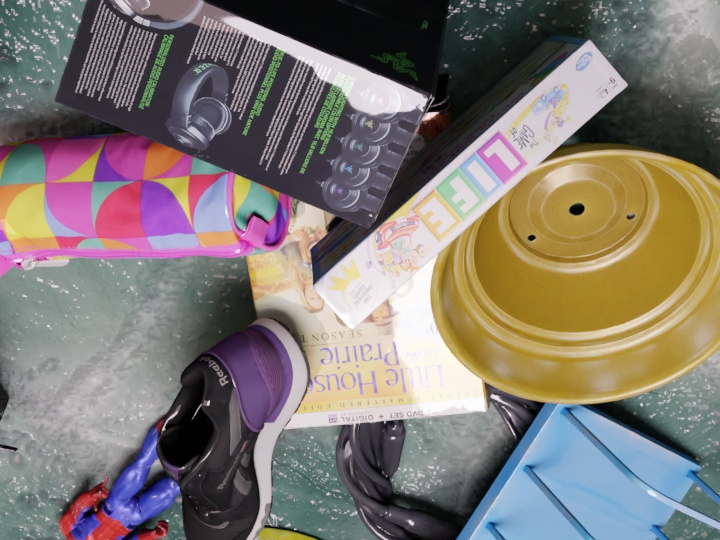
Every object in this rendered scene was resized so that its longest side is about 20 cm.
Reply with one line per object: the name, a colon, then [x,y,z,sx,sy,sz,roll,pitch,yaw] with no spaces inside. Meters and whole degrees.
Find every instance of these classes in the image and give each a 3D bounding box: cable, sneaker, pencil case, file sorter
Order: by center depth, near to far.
pencil case: [-0.143,-0.042,1.031,0.199,0.088,0.089,-4,121,26]
sneaker: [-0.104,0.120,1.079,0.076,0.087,0.201,40,132,29]
file sorter: [0.148,0.211,1.085,0.138,0.123,0.200,27,100,-30]
cable: [0.064,0.134,1.157,0.163,0.051,0.200,-16,120,22]

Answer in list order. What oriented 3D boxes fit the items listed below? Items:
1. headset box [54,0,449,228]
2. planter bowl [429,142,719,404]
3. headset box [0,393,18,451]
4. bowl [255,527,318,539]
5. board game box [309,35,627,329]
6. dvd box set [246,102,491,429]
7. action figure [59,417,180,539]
headset box: [-0.047,-0.130,0.934,0.199,0.174,0.093,23,121,-5]
planter bowl: [0.139,-0.016,1.022,0.199,0.084,0.201,-2,129,-2]
headset box: [-0.326,0.088,1.109,0.199,0.149,0.078,22,83,-6]
bowl: [-0.075,0.303,1.235,0.199,0.108,0.201,3,122,5]
board game box: [0.056,-0.056,0.952,0.200,0.134,0.034,-41,98,5]
dvd box set: [0.000,0.000,1.063,0.146,0.029,0.201,-5,105,11]
action figure: [-0.167,0.168,1.203,0.065,0.052,0.200,34,121,-19]
